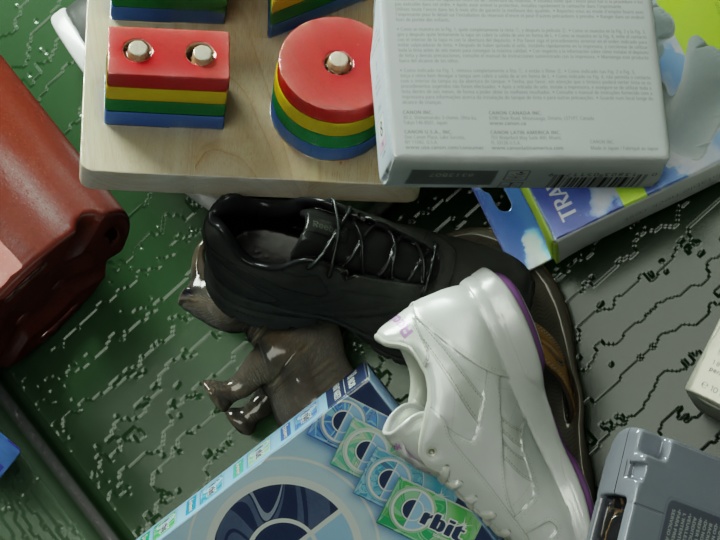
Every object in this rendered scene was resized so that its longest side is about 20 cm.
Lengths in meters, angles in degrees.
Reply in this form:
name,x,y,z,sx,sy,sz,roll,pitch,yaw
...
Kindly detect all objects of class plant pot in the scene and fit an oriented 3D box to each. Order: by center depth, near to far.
name,x,y,z,sx,sy,sz,roll,pitch,yaw
plant pot,-0.256,-0.048,1.442,0.201,0.201,0.195,-45,79,2

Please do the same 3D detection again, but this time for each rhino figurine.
name,x,y,z,sx,sy,sz,roll,pitch,yaw
rhino figurine,-0.046,0.062,1.423,0.087,0.060,0.201,-32,70,1

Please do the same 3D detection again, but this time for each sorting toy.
name,x,y,z,sx,sy,sz,roll,pitch,yaw
sorting toy,-0.062,-0.145,1.398,0.197,0.070,0.201,2,56,-7

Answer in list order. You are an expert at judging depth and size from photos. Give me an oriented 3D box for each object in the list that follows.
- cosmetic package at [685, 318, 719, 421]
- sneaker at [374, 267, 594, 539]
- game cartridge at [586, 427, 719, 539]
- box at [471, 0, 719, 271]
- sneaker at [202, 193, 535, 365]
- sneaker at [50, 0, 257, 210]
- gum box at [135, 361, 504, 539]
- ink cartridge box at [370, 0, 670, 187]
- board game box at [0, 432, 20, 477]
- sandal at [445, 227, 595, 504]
name,x,y,z,sx,sy,sz,roll,pitch,yaw
cosmetic package,0.265,0.003,1.332,0.087,0.103,0.201,26,88,16
sneaker,0.068,0.105,1.320,0.099,0.075,0.202,-20,95,-10
game cartridge,0.171,0.200,1.305,0.041,0.133,0.202,1,72,52
box,0.155,-0.094,1.393,0.199,0.048,0.123,-25,73,-3
sneaker,0.000,0.000,1.361,0.198,0.091,0.076,5,63,10
sneaker,-0.101,-0.119,1.469,0.099,0.071,0.200,-42,67,8
gum box,-0.023,0.181,1.363,0.199,0.045,0.170,-37,100,4
ink cartridge box,0.085,-0.147,1.347,0.161,0.057,0.202,0,69,-11
board game box,-0.294,0.055,1.401,0.200,0.152,0.045,41,81,-10
sandal,0.087,0.068,1.389,0.081,0.055,0.202,-13,76,12
